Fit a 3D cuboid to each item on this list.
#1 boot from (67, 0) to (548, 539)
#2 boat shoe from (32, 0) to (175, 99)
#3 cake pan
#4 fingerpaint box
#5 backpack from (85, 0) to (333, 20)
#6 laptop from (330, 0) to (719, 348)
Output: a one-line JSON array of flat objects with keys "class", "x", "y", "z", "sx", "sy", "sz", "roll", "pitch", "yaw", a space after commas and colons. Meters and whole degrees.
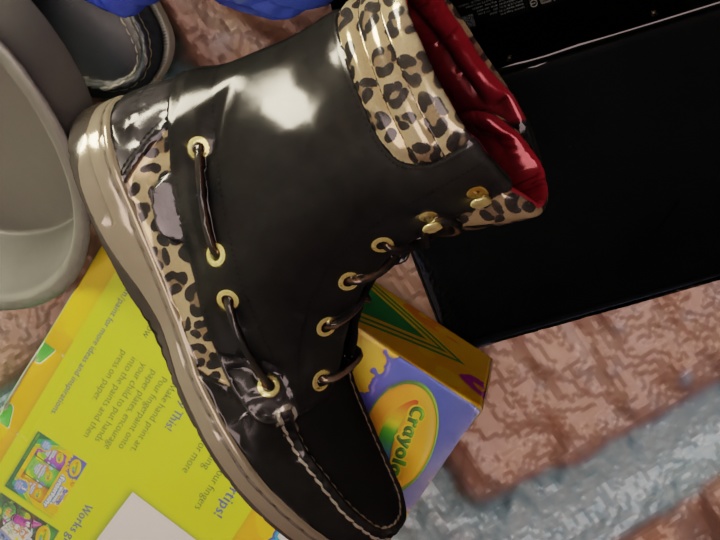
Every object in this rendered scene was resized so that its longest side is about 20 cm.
[{"class": "boot", "x": 0.000, "y": 0.000, "z": 0.730, "sx": 0.150, "sy": 0.073, "sz": 0.201, "roll": -26, "pitch": 97, "yaw": 24}, {"class": "boat shoe", "x": -0.164, "y": -0.137, "z": 0.817, "sx": 0.200, "sy": 0.062, "sz": 0.075, "roll": 41, "pitch": 101, "yaw": -5}, {"class": "cake pan", "x": -0.183, "y": -0.069, "z": 0.793, "sx": 0.199, "sy": 0.037, "sz": 0.201, "roll": 22, "pitch": 141, "yaw": 18}, {"class": "fingerpaint box", "x": -0.066, "y": 0.080, "z": 0.847, "sx": 0.166, "sy": 0.073, "sz": 0.201, "roll": 32, "pitch": 107, "yaw": -2}, {"class": "backpack", "x": -0.068, "y": -0.184, "z": 0.735, "sx": 0.199, "sy": 0.163, "sz": 0.168, "roll": 26, "pitch": 128, "yaw": -11}, {"class": "laptop", "x": 0.092, "y": -0.097, "z": 0.829, "sx": 0.186, "sy": 0.116, "sz": 0.202, "roll": -16, "pitch": 72, "yaw": 8}]
